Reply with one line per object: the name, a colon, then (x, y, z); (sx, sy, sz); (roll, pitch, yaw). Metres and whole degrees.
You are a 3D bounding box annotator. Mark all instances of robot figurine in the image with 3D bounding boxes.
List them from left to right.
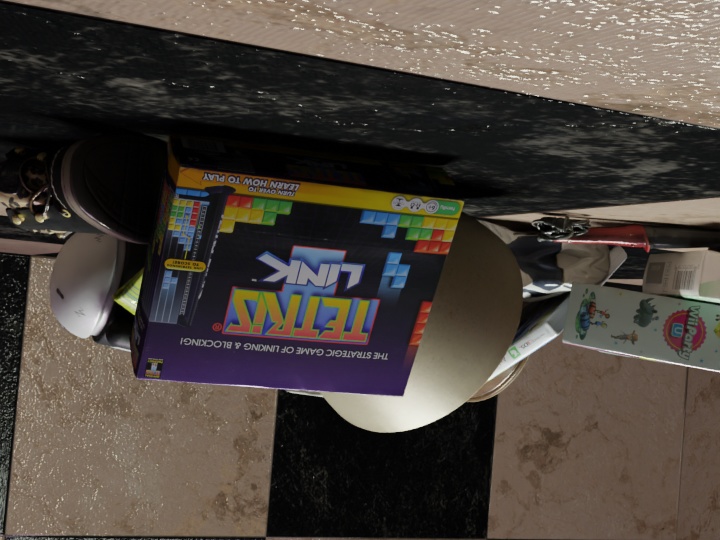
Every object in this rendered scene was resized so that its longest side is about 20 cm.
robot figurine: (-0.218, 0.027, 1.367); (0.200, 0.125, 0.150); (16, 170, -21)

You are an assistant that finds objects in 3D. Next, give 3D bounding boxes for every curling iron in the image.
curling iron: (0.255, -0.030, 1.213); (0.200, 0.026, 0.050); (5, 180, -3)

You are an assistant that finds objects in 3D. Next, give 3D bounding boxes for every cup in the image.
cup: (0.009, 0.010, 1.072); (0.200, 0.200, 0.143); (2, 152, 40)

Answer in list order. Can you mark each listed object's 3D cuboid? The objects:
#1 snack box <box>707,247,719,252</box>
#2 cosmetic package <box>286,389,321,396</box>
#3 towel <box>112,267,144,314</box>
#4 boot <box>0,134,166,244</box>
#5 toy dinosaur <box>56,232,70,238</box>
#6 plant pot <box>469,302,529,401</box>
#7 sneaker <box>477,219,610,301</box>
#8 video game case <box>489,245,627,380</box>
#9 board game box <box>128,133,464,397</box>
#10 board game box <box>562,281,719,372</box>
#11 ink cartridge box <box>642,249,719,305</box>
snack box: (0.437, -0.013, 1.268); (0.200, 0.024, 0.072); (5, 178, 5)
cosmetic package: (-0.023, 0.052, 1.593); (0.105, 0.200, 0.071); (4, 176, 45)
towel: (-0.130, 0.017, 1.289); (0.200, 0.144, 0.023); (35, -174, -46)
boot: (-0.200, -0.059, 0.965); (0.150, 0.073, 0.200); (4, -178, 23)
toy dinosaur: (-0.261, -0.054, 1.513); (0.106, 0.060, 0.200); (38, -165, 21)
plant pot: (0.085, 0.050, 1.686); (0.198, 0.201, 0.200); (18, 169, -40)
sneaker: (0.145, -0.005, 1.367); (0.199, 0.080, 0.130); (-5, 170, -6)
video game case: (0.187, 0.060, 1.452); (0.182, 0.022, 0.200); (-39, 180, 40)
board game box: (-0.047, 0.001, 0.920); (0.200, 0.166, 0.057); (5, -153, -19)
board game box: (0.311, 0.062, 1.277); (0.200, 0.064, 0.148); (9, 178, 25)
ink cartridge box: (0.386, 0.021, 1.256); (0.200, 0.050, 0.161); (13, 178, -5)
